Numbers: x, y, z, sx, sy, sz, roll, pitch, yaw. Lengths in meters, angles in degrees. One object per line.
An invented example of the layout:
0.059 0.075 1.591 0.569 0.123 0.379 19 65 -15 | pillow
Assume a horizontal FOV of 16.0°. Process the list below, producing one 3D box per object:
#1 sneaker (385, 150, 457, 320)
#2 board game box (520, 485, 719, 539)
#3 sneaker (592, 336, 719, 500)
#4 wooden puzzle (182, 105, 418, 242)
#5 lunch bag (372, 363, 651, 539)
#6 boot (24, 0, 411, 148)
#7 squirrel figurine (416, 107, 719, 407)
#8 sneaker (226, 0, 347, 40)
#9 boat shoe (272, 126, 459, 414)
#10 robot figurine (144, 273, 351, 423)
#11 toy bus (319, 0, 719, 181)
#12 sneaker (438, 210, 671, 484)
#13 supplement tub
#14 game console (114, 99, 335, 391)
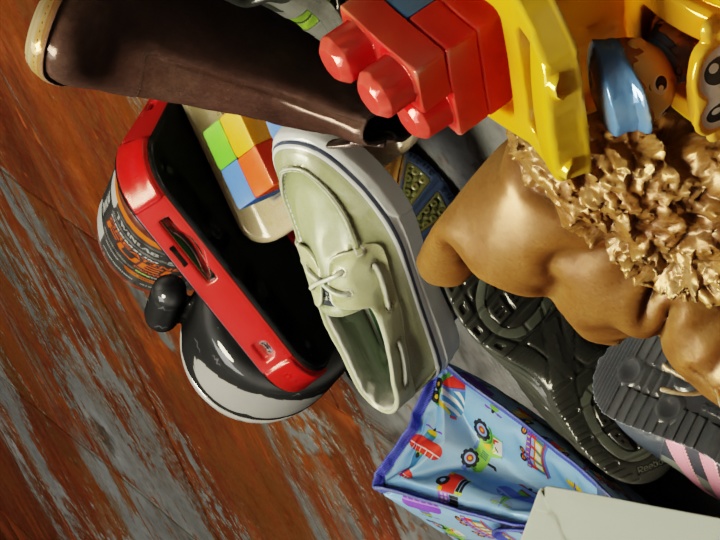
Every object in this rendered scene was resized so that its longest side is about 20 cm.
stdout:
0.007 -0.047 1.601 0.201 0.075 0.088 59 171 15 | sneaker
0.194 0.192 1.386 0.147 0.065 0.200 8 159 41 | board game box
0.217 0.099 1.362 0.200 0.070 0.082 36 179 38 | sneaker
-0.062 -0.123 1.522 0.200 0.046 0.186 -31 83 56 | wooden puzzle
0.134 0.148 1.553 0.199 0.095 0.150 21 170 42 | lunch bag
-0.067 -0.111 1.360 0.165 0.200 0.073 24 107 21 | boot
0.147 -0.009 1.207 0.187 0.141 0.200 44 163 7 | squirrel figurine
-0.020 -0.158 1.347 0.083 0.071 0.199 31 -171 41 | sneaker
0.000 0.000 1.474 0.072 0.062 0.201 4 137 40 | boat shoe
-0.064 0.042 1.829 0.151 0.125 0.200 52 161 4 | robot figurine
0.088 -0.108 1.079 0.200 0.192 0.136 40 156 33 | toy bus
0.108 0.047 1.505 0.201 0.076 0.091 55 172 8 | sneaker
-0.131 -0.054 1.854 0.107 0.107 0.200 52 162 4 | supplement tub
-0.072 -0.036 1.649 0.031 0.177 0.200 -26 113 27 | game console
